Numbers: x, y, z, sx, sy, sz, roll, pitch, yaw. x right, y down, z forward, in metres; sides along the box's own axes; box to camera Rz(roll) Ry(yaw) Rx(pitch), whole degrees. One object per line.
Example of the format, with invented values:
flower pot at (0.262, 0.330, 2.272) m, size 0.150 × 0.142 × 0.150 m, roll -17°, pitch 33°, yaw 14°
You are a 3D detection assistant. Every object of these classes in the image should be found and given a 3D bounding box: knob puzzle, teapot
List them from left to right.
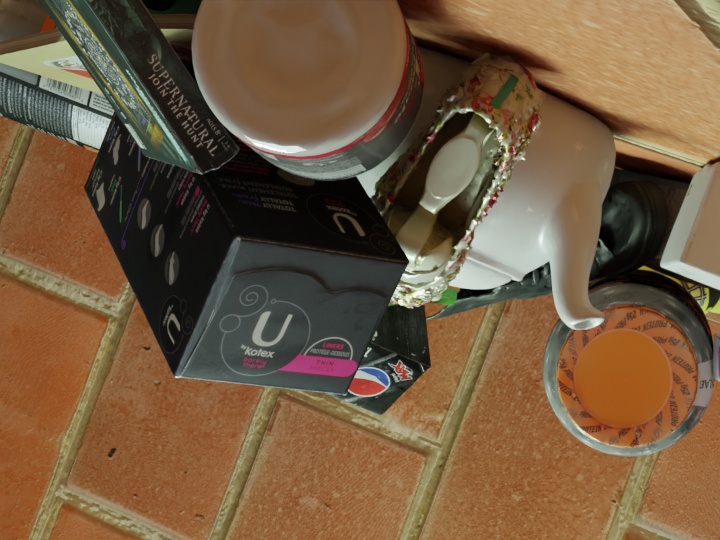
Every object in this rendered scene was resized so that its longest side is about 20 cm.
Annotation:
knob puzzle at (-0.105, -0.143, 1.361) m, size 0.218 × 0.031 × 0.220 m, roll 2°, pitch 170°, yaw 0°
teapot at (0.059, -0.053, 1.393) m, size 0.196 × 0.147 × 0.200 m, roll 22°, pitch 180°, yaw -14°

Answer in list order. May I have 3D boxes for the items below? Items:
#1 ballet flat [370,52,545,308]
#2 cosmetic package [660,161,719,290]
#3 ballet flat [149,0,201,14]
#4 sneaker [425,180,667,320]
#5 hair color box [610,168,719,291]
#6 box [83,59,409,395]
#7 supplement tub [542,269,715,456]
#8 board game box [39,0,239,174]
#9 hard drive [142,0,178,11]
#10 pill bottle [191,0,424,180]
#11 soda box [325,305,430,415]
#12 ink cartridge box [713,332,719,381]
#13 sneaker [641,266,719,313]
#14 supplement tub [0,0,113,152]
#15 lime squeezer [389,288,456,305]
ballet flat at (0.044, -0.044, 1.274) m, size 0.075 × 0.201 × 0.064 m, roll 29°, pitch -141°, yaw 5°
cosmetic package at (0.300, 0.000, 1.360) m, size 0.199 × 0.072 × 0.101 m, roll 22°, pitch 180°, yaw 2°
ballet flat at (-0.099, -0.150, 1.481) m, size 0.199 × 0.071 × 0.071 m, roll 18°, pitch 179°, yaw 4°
sneaker at (0.126, -0.011, 1.533) m, size 0.104 × 0.060 × 0.200 m, roll -7°, pitch 167°, yaw -30°
hair color box at (0.254, -0.020, 1.526) m, size 0.099 × 0.061 × 0.200 m, roll 21°, pitch 180°, yaw -27°
box at (-0.074, -0.029, 1.299) m, size 0.122 × 0.107 × 0.200 m, roll 8°, pitch -148°, yaw -31°
supplement tub at (0.195, 0.066, 1.546) m, size 0.122 × 0.123 × 0.200 m, roll 21°, pitch -173°, yaw 6°
board game box at (-0.145, -0.144, 1.156) m, size 0.201 × 0.028 × 0.135 m, roll 57°, pitch 168°, yaw -18°
hard drive at (-0.209, -0.214, 1.318) m, size 0.199 × 0.043 × 0.135 m, roll 21°, pitch 179°, yaw 20°
pill bottle at (-0.022, -0.107, 1.161) m, size 0.110 × 0.111 × 0.200 m, roll 21°, pitch 179°, yaw 6°
soda box at (0.000, 0.000, 1.524) m, size 0.070 × 0.063 × 0.201 m, roll 23°, pitch -138°, yaw -26°
ink cartridge box at (0.357, 0.059, 1.471) m, size 0.199 × 0.042 × 0.119 m, roll -13°, pitch -157°, yaw -27°
sneaker at (0.298, 0.015, 2.084) m, size 0.199 × 0.077 × 0.075 m, roll 21°, pitch 178°, yaw -35°
supplement tub at (-0.176, -0.146, 1.602) m, size 0.199 × 0.123 × 0.123 m, roll 21°, pitch 179°, yaw 9°
lime squeezer at (-0.025, -0.003, 1.429) m, size 0.199 × 0.038 × 0.071 m, roll 19°, pitch -137°, yaw -10°
